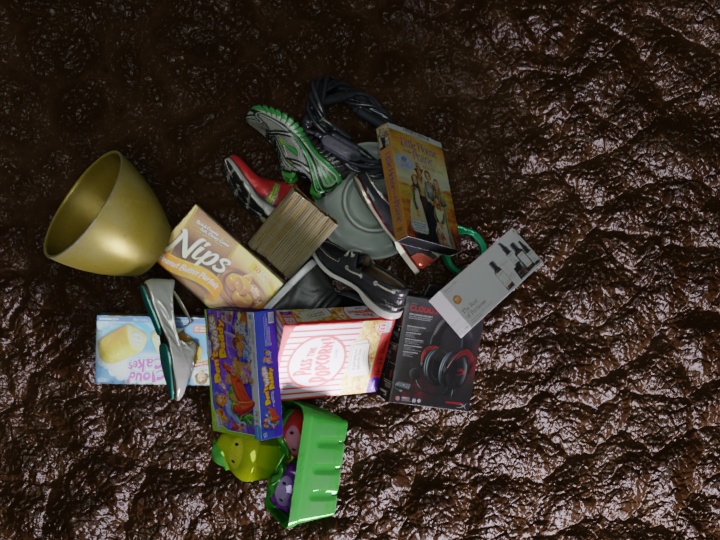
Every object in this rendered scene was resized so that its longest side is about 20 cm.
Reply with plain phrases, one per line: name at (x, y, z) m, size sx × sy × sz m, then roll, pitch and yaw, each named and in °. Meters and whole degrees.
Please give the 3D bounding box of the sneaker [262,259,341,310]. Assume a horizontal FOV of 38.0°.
sneaker at (-0.113, 0.087, 1.733) m, size 0.099 × 0.071 × 0.200 m, roll 44°, pitch 99°, yaw 3°

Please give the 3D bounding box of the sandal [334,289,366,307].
sandal at (-0.032, 0.063, 1.772) m, size 0.199 × 0.043 × 0.077 m, roll 11°, pitch 92°, yaw -4°

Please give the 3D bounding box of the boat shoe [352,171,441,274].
boat shoe at (0.060, -0.086, 1.706) m, size 0.062 × 0.071 × 0.200 m, roll -36°, pitch 108°, yaw 3°

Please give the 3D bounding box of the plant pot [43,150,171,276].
plant pot at (-0.391, -0.070, 1.683) m, size 0.142 × 0.200 × 0.201 m, roll 36°, pitch 89°, yaw -30°

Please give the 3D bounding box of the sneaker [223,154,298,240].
sneaker at (-0.146, -0.125, 1.753) m, size 0.200 × 0.077 × 0.085 m, roll 45°, pitch 69°, yaw -8°

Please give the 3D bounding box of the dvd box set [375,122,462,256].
dvd box set at (0.096, -0.130, 1.698) m, size 0.029 × 0.146 × 0.201 m, roll -24°, pitch 65°, yaw 37°

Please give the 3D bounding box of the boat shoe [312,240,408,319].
boat shoe at (0.000, 0.000, 1.720) m, size 0.200 × 0.074 × 0.061 m, roll 41°, pitch 124°, yaw 30°

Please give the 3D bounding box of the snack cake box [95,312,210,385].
snack cake box at (-0.337, 0.131, 1.741) m, size 0.198 × 0.067 × 0.116 m, roll 1°, pitch 91°, yaw -4°

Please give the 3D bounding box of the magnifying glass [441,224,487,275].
magnifying glass at (0.138, -0.067, 1.765) m, size 0.200 × 0.022 × 0.080 m, roll 43°, pitch 75°, yaw -21°

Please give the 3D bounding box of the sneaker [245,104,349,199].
sneaker at (-0.116, -0.199, 1.725) m, size 0.200 × 0.078 × 0.085 m, roll 41°, pitch 85°, yaw 9°

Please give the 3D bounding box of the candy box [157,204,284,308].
candy box at (-0.238, -0.003, 1.748) m, size 0.200 × 0.055 × 0.116 m, roll 42°, pitch 89°, yaw -4°

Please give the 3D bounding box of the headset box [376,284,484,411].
headset box at (0.120, 0.125, 1.757) m, size 0.148 × 0.075 × 0.202 m, roll 10°, pitch 91°, yaw -17°

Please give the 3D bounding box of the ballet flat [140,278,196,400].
ballet flat at (-0.299, 0.107, 1.682) m, size 0.069 × 0.069 × 0.201 m, roll -15°, pitch 92°, yaw -3°

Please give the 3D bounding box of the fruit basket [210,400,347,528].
fruit basket at (-0.140, 0.310, 1.732) m, size 0.214 × 0.155 × 0.217 m, roll -2°, pitch 95°, yaw -22°

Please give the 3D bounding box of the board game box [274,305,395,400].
board game box at (-0.054, 0.134, 1.706) m, size 0.199 × 0.046 × 0.152 m, roll -3°, pitch 122°, yaw -26°

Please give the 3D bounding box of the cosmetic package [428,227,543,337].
cosmetic package at (0.210, 0.017, 1.734) m, size 0.083 × 0.051 × 0.200 m, roll 47°, pitch 59°, yaw 6°

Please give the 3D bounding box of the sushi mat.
sushi mat at (-0.113, -0.058, 1.700) m, size 0.095 × 0.200 × 0.012 m, roll 37°, pitch 52°, yaw -6°

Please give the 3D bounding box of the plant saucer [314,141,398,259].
plant saucer at (0.021, -0.118, 1.766) m, size 0.198 × 0.050 × 0.202 m, roll 0°, pitch 93°, yaw -4°

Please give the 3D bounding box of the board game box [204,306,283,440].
board game box at (-0.187, 0.161, 1.668) m, size 0.045 × 0.134 × 0.202 m, roll -7°, pitch 95°, yaw -43°

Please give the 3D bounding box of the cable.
cable at (-0.008, -0.236, 1.725) m, size 0.199 × 0.164 × 0.051 m, roll 24°, pitch 135°, yaw -25°
